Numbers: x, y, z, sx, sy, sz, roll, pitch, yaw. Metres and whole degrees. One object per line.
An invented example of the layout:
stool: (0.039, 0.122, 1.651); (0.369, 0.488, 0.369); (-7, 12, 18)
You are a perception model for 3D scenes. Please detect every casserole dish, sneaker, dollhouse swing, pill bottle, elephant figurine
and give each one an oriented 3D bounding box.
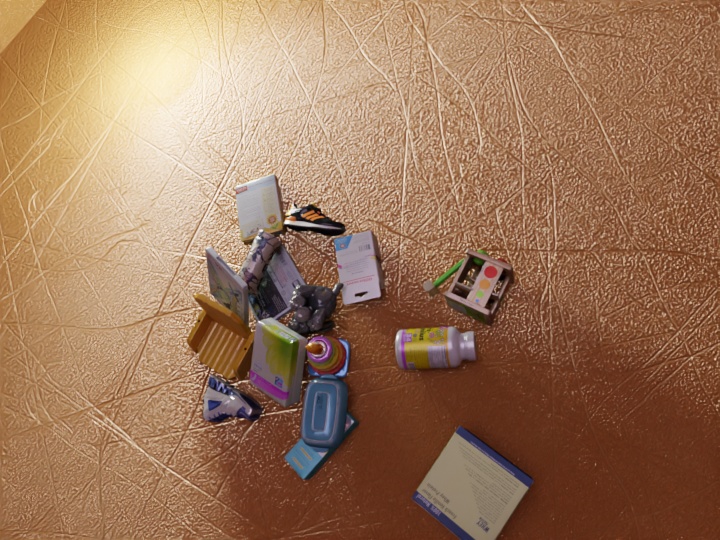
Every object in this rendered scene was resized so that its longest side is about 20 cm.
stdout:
casserole dish: (-0.099, 0.368, 1.462); (0.120, 0.039, 0.201); (0, 71, 18)
sneaker: (-0.134, -0.161, 1.686); (0.199, 0.070, 0.091); (8, 78, 21)
sneaker: (-0.373, 0.389, 1.578); (0.199, 0.081, 0.116); (25, 84, 30)
dollhouse swing: (-0.411, 0.191, 1.594); (0.199, 0.176, 0.182); (25, 82, 22)
pill bottle: (0.196, 0.199, 1.447); (0.199, 0.104, 0.105); (-5, 71, 15)
elephant figurine: (-0.143, 0.127, 1.573); (0.154, 0.200, 0.142); (11, 58, -4)

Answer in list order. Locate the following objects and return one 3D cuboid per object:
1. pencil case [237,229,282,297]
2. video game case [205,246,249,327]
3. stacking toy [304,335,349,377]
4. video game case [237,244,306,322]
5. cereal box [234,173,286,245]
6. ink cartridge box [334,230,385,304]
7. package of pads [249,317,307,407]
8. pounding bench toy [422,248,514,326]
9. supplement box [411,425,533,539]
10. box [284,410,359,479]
pencil case: (-0.302, -0.023, 1.659); (0.077, 0.089, 0.201); (20, 77, 12)
video game case: (-0.386, 0.055, 1.633); (0.022, 0.201, 0.182); (-32, 61, -31)
stacking toy: (-0.104, 0.214, 1.479); (0.115, 0.200, 0.110); (0, 73, 13)
video game case: (-0.263, 0.047, 1.683); (0.181, 0.023, 0.201); (-34, 67, 3)
cereal box: (-0.316, -0.193, 1.769); (0.143, 0.040, 0.201); (-15, 68, 11)
ink cartridge box: (0.000, 0.000, 1.592); (0.114, 0.068, 0.201); (-13, 68, 13)
package of pads: (-0.225, 0.245, 1.521); (0.154, 0.068, 0.201); (25, 114, 35)
pounding bench toy: (0.282, 0.022, 1.468); (0.199, 0.124, 0.157); (24, 80, 23)
supplement box: (0.263, 0.507, 1.306); (0.200, 0.134, 0.200); (33, 84, 24)
box: (-0.102, 0.448, 1.484); (0.082, 0.049, 0.200); (40, 87, 24)
